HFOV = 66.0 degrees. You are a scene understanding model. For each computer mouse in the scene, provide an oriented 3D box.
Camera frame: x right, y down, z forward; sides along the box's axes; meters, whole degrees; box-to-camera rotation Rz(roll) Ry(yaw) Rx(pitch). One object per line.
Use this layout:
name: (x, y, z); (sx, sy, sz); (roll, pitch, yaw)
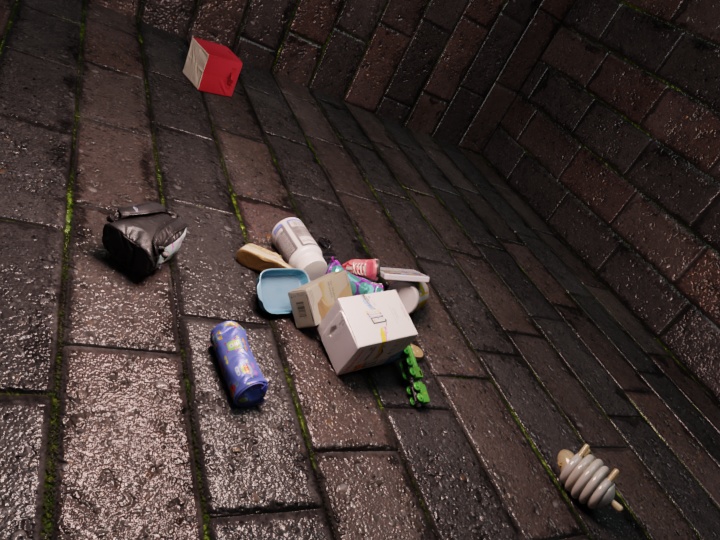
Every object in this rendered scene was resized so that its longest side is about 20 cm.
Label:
computer mouse: (-0.111, -0.054, 1.852); (0.057, 0.035, 0.201); (3, 31, -14)

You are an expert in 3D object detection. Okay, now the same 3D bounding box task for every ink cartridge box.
ink cartridge box: (0.016, 0.161, 1.453); (0.197, 0.148, 0.146); (-7, 57, -36)

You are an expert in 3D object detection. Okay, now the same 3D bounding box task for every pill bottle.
pill bottle: (0.159, 0.078, 1.797); (0.112, 0.114, 0.199); (38, 16, 14)
pill bottle: (-0.185, -0.058, 1.690); (0.112, 0.115, 0.201); (3, 39, -41)

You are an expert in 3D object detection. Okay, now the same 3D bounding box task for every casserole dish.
casserole dish: (-0.210, 0.058, 1.511); (0.198, 0.038, 0.124); (-1, 79, -47)

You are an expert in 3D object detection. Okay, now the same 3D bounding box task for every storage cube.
storage cube: (-0.672, -0.921, 2.515); (0.178, 0.173, 0.201); (-5, 44, -47)

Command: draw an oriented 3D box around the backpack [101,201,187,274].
backpack: (-0.528, -0.083, 1.381); (0.166, 0.127, 0.200); (42, 27, -5)

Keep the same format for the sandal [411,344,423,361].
sandal: (0.104, 0.209, 1.596); (0.208, 0.070, 0.078); (13, 33, -31)

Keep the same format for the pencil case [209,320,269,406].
pencil case: (-0.268, 0.205, 1.227); (0.085, 0.079, 0.201); (-20, 51, -19)

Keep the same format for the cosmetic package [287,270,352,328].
cosmetic package: (-0.105, 0.077, 1.539); (0.199, 0.070, 0.107); (-29, 106, -55)

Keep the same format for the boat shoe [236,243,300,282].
boat shoe: (-0.257, -0.023, 1.605); (0.197, 0.074, 0.070); (29, 34, -4)

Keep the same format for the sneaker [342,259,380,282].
sneaker: (0.000, 0.000, 1.771); (0.085, 0.076, 0.199); (2, -1, -23)

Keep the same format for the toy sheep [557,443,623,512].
toy sheep: (0.611, 0.558, 1.477); (0.136, 0.140, 0.199); (0, 30, -44)

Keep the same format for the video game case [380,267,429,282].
video game case: (0.126, 0.012, 1.761); (0.140, 0.018, 0.200); (4, 6, -9)

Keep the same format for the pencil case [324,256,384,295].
pencil case: (-0.022, 0.044, 1.707); (0.197, 0.094, 0.085); (27, 16, -7)

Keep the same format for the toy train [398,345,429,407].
toy train: (0.140, 0.272, 1.509); (0.056, 0.042, 0.203); (11, 54, -43)
